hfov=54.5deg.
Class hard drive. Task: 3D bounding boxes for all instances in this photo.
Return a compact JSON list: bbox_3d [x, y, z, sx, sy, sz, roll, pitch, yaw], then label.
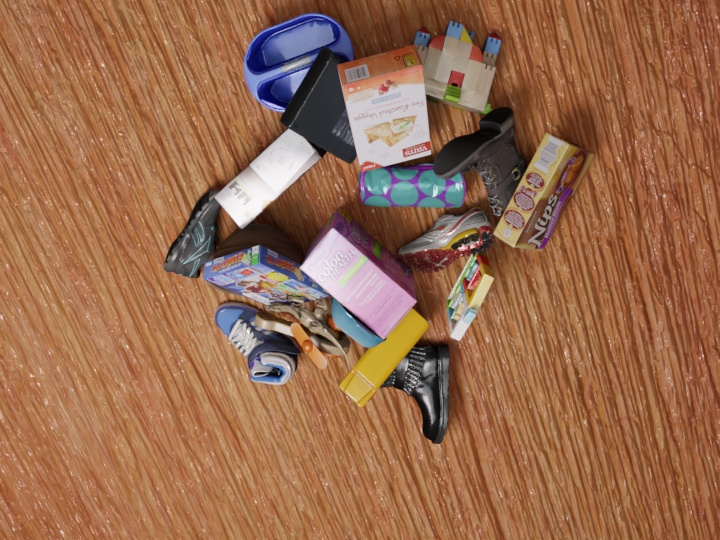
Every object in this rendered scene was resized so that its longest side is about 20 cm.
[{"bbox_3d":[-0.039,-0.276,1.200,0.033,0.199,0.141,39,100,30],"label":"hard drive"}]

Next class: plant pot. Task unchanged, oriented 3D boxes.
[{"bbox_3d":[-0.194,-0.025,1.324,0.196,0.202,0.095,-4,67,5],"label":"plant pot"}]

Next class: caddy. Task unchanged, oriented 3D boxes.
[{"bbox_3d":[-0.105,-0.362,1.220,0.196,0.105,0.144,-18,106,10],"label":"caddy"}]

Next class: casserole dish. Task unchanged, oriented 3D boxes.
[{"bbox_3d":[-0.009,0.080,1.310,0.120,0.201,0.039,38,103,-15],"label":"casserole dish"}]

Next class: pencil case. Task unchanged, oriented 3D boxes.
[{"bbox_3d":[0.093,-0.163,1.285,0.195,0.086,0.094,0,125,3],"label":"pencil case"}]

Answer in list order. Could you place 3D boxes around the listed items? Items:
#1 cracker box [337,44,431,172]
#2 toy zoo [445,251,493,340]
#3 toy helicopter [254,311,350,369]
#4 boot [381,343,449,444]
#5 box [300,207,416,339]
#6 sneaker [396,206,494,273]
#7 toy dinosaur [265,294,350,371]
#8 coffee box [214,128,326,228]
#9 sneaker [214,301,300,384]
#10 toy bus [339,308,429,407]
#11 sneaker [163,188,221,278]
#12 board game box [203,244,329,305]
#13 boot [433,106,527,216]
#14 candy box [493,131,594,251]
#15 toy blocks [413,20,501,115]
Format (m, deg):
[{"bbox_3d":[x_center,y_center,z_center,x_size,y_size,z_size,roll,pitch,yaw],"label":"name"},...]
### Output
[{"bbox_3d":[0.045,-0.266,1.175,0.131,0.059,0.201,-14,145,2],"label":"cracker box"},{"bbox_3d":[0.199,0.043,1.285,0.020,0.201,0.133,24,108,-5],"label":"toy zoo"},{"bbox_3d":[-0.115,0.126,1.369,0.196,0.133,0.080,17,109,-2],"label":"toy helicopter"},{"bbox_3d":[0.099,0.244,1.417,0.154,0.079,0.217,1,94,-2],"label":"boot"},{"bbox_3d":[0.000,0.000,1.295,0.199,0.176,0.097,40,104,-8],"label":"box"},{"bbox_3d":[0.159,-0.057,1.328,0.197,0.084,0.078,-20,141,24],"label":"sneaker"},{"bbox_3d":[-0.082,0.096,1.285,0.198,0.102,0.059,34,66,7],"label":"toy dinosaur"},{"bbox_3d":[-0.160,-0.180,1.280,0.199,0.115,0.080,-39,102,15],"label":"coffee box"},{"bbox_3d":[-0.211,0.148,1.375,0.198,0.147,0.081,33,108,-8],"label":"sneaker"},{"bbox_3d":[0.045,0.164,1.331,0.065,0.078,0.201,40,79,6],"label":"toy bus"},{"bbox_3d":[-0.308,-0.070,1.359,0.078,0.076,0.201,28,115,-20],"label":"sneaker"},{"bbox_3d":[-0.165,0.017,1.257,0.133,0.199,0.035,-14,64,30],"label":"board game box"},{"bbox_3d":[0.226,-0.168,1.229,0.199,0.069,0.176,-38,129,-15],"label":"boot"},{"bbox_3d":[0.330,-0.137,1.259,0.056,0.115,0.203,37,111,35],"label":"candy box"},{"bbox_3d":[0.160,-0.365,1.219,0.195,0.100,0.140,15,97,-2],"label":"toy blocks"}]
